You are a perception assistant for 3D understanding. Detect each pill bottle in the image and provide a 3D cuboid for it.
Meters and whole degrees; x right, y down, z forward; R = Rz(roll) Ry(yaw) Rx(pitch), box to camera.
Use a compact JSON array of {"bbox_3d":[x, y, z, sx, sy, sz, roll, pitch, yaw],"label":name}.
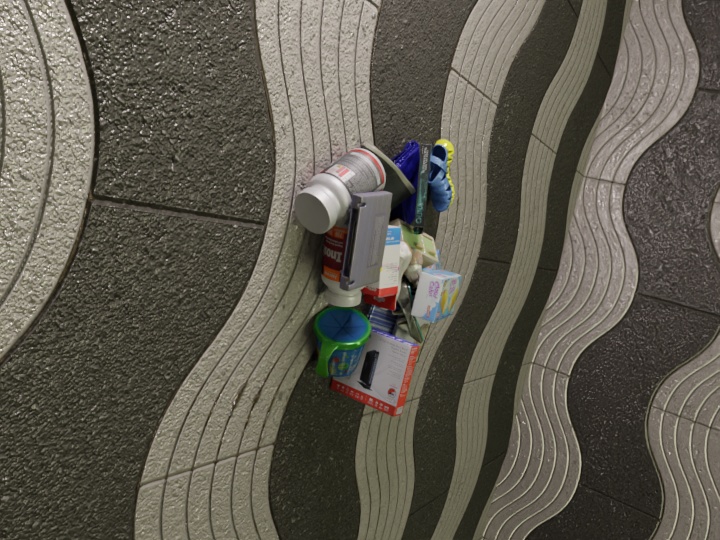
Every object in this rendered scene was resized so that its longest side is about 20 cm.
[{"bbox_3d":[-0.031,-0.026,1.420,0.112,0.112,0.203,-20,121,-53],"label":"pill bottle"},{"bbox_3d":[-0.043,-0.168,1.325,0.200,0.115,0.117,-43,139,-40],"label":"pill bottle"}]

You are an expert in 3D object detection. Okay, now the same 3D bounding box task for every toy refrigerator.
[{"bbox_3d":[0.133,-0.068,1.655,0.199,0.069,0.077,22,52,-55],"label":"toy refrigerator"}]

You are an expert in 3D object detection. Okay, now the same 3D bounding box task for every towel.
[{"bbox_3d":[0.124,-0.217,1.637,0.148,0.049,0.202,-47,141,-35],"label":"towel"},{"bbox_3d":[0.062,0.150,1.690,0.144,0.024,0.202,21,94,-45],"label":"towel"}]

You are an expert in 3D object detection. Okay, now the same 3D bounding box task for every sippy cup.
[{"bbox_3d":[-0.049,0.178,1.493,0.176,0.140,0.132,-14,131,-28],"label":"sippy cup"}]

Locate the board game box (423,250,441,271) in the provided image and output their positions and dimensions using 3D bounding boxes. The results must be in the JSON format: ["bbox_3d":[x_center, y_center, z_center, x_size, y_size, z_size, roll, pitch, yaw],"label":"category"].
[{"bbox_3d":[0.195,0.061,1.868,0.152,0.036,0.202,75,33,-53],"label":"board game box"}]

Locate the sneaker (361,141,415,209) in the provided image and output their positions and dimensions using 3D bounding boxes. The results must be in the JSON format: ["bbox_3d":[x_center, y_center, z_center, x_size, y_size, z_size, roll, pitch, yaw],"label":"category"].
[{"bbox_3d":[0.045,-0.211,1.490,0.106,0.075,0.200,-44,131,5],"label":"sneaker"}]

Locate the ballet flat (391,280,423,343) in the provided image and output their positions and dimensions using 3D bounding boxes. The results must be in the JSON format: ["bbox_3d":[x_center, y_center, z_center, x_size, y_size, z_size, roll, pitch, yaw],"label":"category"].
[{"bbox_3d":[0.118,0.116,1.663,0.068,0.063,0.202,-107,180,-59],"label":"ballet flat"}]

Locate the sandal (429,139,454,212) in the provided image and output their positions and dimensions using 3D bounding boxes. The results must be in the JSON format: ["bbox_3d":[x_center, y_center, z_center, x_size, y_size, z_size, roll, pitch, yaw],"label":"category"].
[{"bbox_3d":[0.212,-0.257,1.745,0.087,0.079,0.203,-32,123,-43],"label":"sandal"}]

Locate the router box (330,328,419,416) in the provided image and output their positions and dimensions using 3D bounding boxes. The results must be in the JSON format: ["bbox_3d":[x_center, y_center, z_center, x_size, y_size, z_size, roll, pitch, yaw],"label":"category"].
[{"bbox_3d":[0.033,0.245,1.582,0.049,0.198,0.182,6,99,-58],"label":"router box"}]

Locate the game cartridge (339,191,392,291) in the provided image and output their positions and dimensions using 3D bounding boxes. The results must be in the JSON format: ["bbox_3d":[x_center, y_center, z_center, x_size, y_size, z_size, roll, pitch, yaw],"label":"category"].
[{"bbox_3d":[0.012,-0.065,1.327,0.129,0.038,0.203,-19,122,-59],"label":"game cartridge"}]

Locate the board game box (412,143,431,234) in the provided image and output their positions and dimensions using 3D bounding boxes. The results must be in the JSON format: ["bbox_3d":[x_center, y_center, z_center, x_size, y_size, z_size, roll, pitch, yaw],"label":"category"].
[{"bbox_3d":[0.153,-0.197,1.554,0.135,0.028,0.203,50,46,-84],"label":"board game box"}]

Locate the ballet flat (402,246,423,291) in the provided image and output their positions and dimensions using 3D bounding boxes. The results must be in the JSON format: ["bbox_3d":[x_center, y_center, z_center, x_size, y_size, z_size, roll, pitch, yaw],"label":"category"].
[{"bbox_3d":[0.139,0.004,1.631,0.200,0.067,0.068,61,14,-66],"label":"ballet flat"}]

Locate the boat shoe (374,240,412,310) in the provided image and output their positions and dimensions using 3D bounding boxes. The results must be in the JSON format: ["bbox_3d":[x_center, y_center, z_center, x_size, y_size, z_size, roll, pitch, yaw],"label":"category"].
[{"bbox_3d":[0.064,0.016,1.560,0.069,0.071,0.202,-12,131,-38],"label":"boat shoe"}]

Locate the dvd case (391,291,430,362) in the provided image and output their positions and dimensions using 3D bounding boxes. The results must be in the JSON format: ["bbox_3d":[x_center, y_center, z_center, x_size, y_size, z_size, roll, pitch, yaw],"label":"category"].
[{"bbox_3d":[0.146,0.161,1.754,0.142,0.017,0.203,11,100,-46],"label":"dvd case"}]

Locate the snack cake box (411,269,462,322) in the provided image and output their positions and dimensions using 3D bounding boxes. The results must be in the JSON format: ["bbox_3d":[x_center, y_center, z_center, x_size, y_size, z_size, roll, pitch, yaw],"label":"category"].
[{"bbox_3d":[0.204,0.063,1.659,0.200,0.066,0.117,-6,112,-67],"label":"snack cake box"}]

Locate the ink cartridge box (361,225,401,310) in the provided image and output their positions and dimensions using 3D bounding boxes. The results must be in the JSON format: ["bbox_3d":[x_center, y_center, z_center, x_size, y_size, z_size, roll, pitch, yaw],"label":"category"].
[{"bbox_3d":[0.030,-0.008,1.493,0.067,0.115,0.203,-7,103,-43],"label":"ink cartridge box"}]
